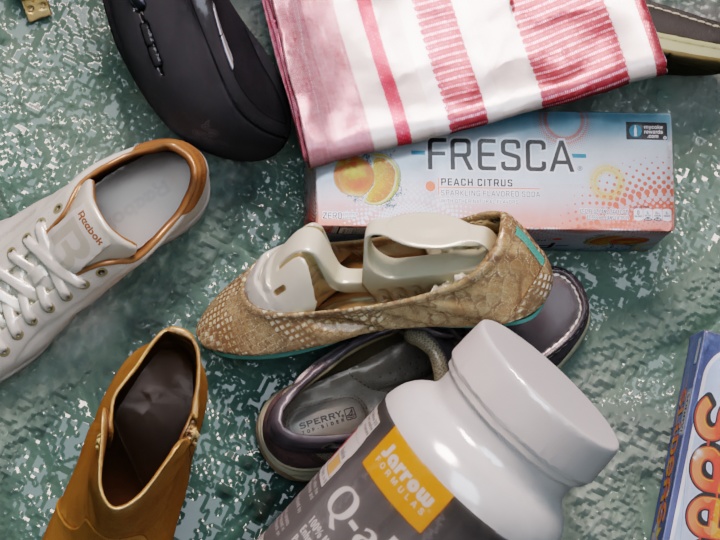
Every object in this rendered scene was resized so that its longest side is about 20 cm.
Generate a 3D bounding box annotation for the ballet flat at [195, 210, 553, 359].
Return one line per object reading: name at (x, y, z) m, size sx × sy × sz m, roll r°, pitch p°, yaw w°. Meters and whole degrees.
ballet flat at (0.000, 0.000, 1.119) m, size 0.198 × 0.066 × 0.071 m, roll -10°, pitch 42°, yaw 15°

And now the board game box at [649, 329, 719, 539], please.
board game box at (0.227, 0.146, 1.169) m, size 0.134 × 0.034 × 0.202 m, roll 13°, pitch 80°, yaw -4°

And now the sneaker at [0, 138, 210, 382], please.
sneaker at (-0.166, -0.008, 1.127) m, size 0.200 × 0.085 × 0.073 m, roll -40°, pitch 88°, yaw -9°

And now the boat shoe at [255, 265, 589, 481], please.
boat shoe at (0.038, 0.053, 1.148) m, size 0.199 × 0.065 × 0.072 m, roll -23°, pitch 84°, yaw -9°

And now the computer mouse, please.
computer mouse at (-0.128, -0.132, 1.145) m, size 0.046 × 0.139 × 0.201 m, roll -51°, pitch 124°, yaw -46°

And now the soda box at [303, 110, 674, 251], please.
soda box at (0.068, -0.049, 1.169) m, size 0.198 × 0.064 × 0.069 m, roll 1°, pitch 80°, yaw -7°

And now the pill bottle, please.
pill bottle at (0.030, 0.129, 1.079) m, size 0.116 × 0.116 × 0.200 m, roll 41°, pitch 102°, yaw 2°

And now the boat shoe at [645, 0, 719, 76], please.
boat shoe at (0.114, -0.156, 1.187) m, size 0.199 × 0.072 × 0.067 m, roll 12°, pitch 85°, yaw 0°

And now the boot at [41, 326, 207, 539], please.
boot at (-0.127, 0.129, 1.077) m, size 0.070 × 0.144 × 0.203 m, roll 17°, pitch 80°, yaw -2°

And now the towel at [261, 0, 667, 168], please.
towel at (0.049, -0.144, 1.141) m, size 0.198 × 0.023 × 0.145 m, roll -14°, pitch 71°, yaw -3°
